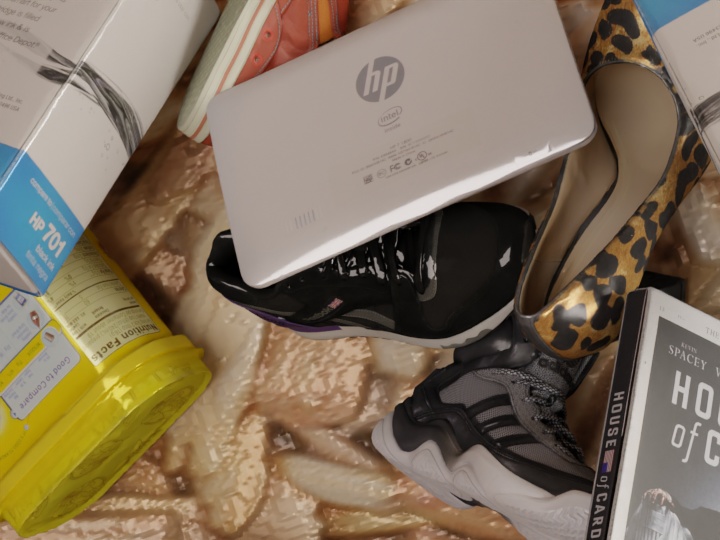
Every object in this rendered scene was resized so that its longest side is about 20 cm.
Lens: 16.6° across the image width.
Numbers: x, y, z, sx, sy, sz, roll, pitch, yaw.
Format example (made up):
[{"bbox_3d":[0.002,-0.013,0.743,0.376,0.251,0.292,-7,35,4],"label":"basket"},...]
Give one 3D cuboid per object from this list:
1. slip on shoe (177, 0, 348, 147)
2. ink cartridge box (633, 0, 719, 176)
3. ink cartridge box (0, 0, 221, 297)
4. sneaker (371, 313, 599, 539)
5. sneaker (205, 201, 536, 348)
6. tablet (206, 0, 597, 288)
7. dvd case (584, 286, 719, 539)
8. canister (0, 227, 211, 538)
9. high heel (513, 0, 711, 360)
[{"bbox_3d":[-0.031,-0.152,1.356,0.061,0.074,0.201,25,102,-16],"label":"slip on shoe"},{"bbox_3d":[0.228,-0.084,1.146,0.145,0.084,0.200,-26,41,7],"label":"ink cartridge box"},{"bbox_3d":[-0.192,-0.103,1.354,0.146,0.086,0.200,17,64,33],"label":"ink cartridge box"},{"bbox_3d":[0.092,0.077,1.272,0.200,0.075,0.114,20,73,54],"label":"sneaker"},{"bbox_3d":[0.000,0.000,1.303,0.199,0.087,0.076,-11,70,43],"label":"sneaker"},{"bbox_3d":[0.017,-0.080,1.277,0.199,0.014,0.131,-23,54,13],"label":"tablet"},{"bbox_3d":[0.174,0.127,1.201,0.025,0.150,0.201,-18,53,53],"label":"dvd case"},{"bbox_3d":[-0.201,0.031,1.439,0.149,0.086,0.200,-45,76,22],"label":"canister"},{"bbox_3d":[0.120,-0.058,1.243,0.071,0.142,0.201,2,97,34],"label":"high heel"}]
